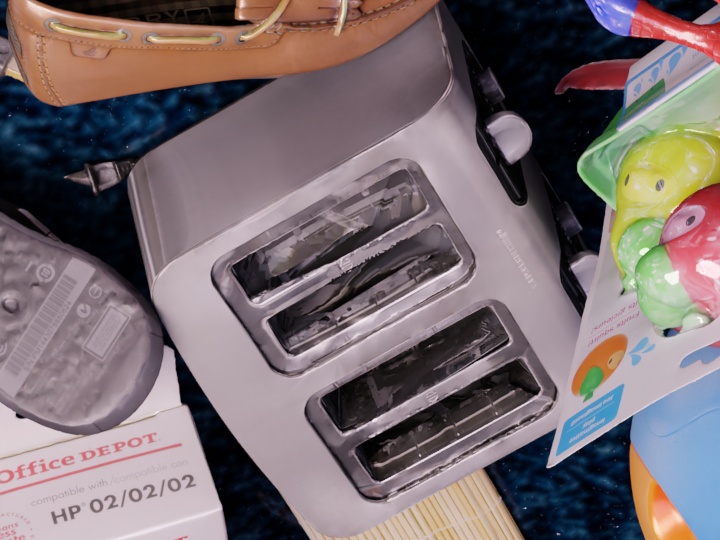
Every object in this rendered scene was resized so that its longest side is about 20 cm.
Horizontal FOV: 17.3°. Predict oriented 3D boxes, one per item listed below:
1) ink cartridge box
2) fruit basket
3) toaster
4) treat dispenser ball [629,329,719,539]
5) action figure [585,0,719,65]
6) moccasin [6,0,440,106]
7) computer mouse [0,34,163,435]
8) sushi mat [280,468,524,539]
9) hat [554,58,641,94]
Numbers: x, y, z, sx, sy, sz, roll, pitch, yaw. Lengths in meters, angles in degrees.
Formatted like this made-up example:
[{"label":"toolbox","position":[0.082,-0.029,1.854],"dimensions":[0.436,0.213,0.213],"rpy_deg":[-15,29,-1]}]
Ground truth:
[{"label":"ink cartridge box","position":[-0.120,0.134,1.082],"dimensions":[0.115,0.068,0.200],"rpy_deg":[-16,138,-10]},{"label":"fruit basket","position":[0.150,-0.030,0.955],"dimensions":[0.094,0.200,0.185],"rpy_deg":[45,128,-14]},{"label":"toaster","position":[0.000,0.000,1.069],"dimensions":[0.200,0.119,0.181],"rpy_deg":[-29,119,7]},{"label":"treat dispenser ball","position":[0.226,0.088,1.110],"dimensions":[0.200,0.201,0.202],"rpy_deg":[-4,120,-8]},{"label":"action figure","position":[0.069,-0.157,0.966],"dimensions":[0.199,0.099,0.065],"rpy_deg":[17,150,12]},{"label":"moccasin","position":[-0.051,-0.126,1.003],"dimensions":[0.200,0.074,0.078],"rpy_deg":[-8,150,-10]},{"label":"computer mouse","position":[-0.157,-0.023,1.022],"dimensions":[0.199,0.046,0.141],"rpy_deg":[27,85,10]},{"label":"sushi mat","position":[0.029,0.137,1.213],"dimensions":[0.095,0.012,0.200],"rpy_deg":[-27,120,6]},{"label":"hat","position":[0.240,-0.122,1.101],"dimensions":[0.200,0.176,0.166],"rpy_deg":[-13,131,-49]}]
